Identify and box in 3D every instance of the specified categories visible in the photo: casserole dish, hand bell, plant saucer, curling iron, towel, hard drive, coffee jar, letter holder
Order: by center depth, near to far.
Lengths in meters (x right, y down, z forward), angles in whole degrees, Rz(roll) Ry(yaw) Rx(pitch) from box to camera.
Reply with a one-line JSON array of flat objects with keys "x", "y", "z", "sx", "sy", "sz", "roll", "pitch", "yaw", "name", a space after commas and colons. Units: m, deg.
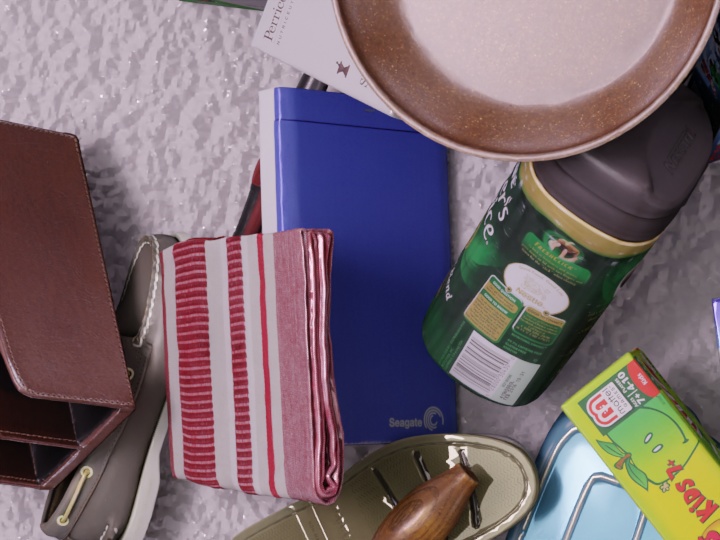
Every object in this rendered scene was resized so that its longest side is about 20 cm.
[{"x": 0.083, "y": -0.154, "z": 1.056, "sx": 0.200, "sy": 0.037, "sz": 0.201, "roll": 1, "pitch": 94, "yaw": 17, "name": "plant saucer"}, {"x": 0.111, "y": -0.021, "z": 1.163, "sx": 0.085, "sy": 0.104, "sz": 0.200, "roll": 34, "pitch": 137, "yaw": 3, "name": "coffee jar"}, {"x": -0.008, "y": 0.182, "z": 1.193, "sx": 0.104, "sy": 0.104, "sz": 0.200, "roll": 46, "pitch": 100, "yaw": 17, "name": "hand bell"}, {"x": -0.063, "y": 0.052, "z": 1.198, "sx": 0.200, "sy": 0.023, "sz": 0.145, "roll": -3, "pitch": 89, "yaw": 63, "name": "towel"}, {"x": 0.136, "y": 0.165, "z": 1.227, "sx": 0.121, "sy": 0.039, "sz": 0.201, "roll": 22, "pitch": 95, "yaw": 21, "name": "casserole dish"}, {"x": 0.000, "y": 0.000, "z": 1.242, "sx": 0.025, "sy": 0.132, "sz": 0.201, "roll": -7, "pitch": 83, "yaw": 47, "name": "hard drive"}, {"x": -0.234, "y": 0.013, "z": 1.275, "sx": 0.101, "sy": 0.142, "sz": 0.200, "roll": -43, "pitch": 50, "yaw": 37, "name": "letter holder"}, {"x": -0.043, "y": -0.059, "z": 1.304, "sx": 0.049, "sy": 0.026, "sz": 0.201, "roll": 27, "pitch": 103, "yaw": 29, "name": "curling iron"}]

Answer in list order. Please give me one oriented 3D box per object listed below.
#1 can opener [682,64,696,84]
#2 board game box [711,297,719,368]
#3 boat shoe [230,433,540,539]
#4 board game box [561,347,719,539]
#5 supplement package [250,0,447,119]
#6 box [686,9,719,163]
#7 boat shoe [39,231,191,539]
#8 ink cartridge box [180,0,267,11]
[{"x": 0.175, "y": -0.128, "z": 1.216, "sx": 0.079, "sy": 0.063, "sz": 0.200, "roll": 40, "pitch": 100, "yaw": 5, "name": "can opener"}, {"x": 0.300, "y": 0.069, "z": 1.177, "sx": 0.199, "sy": 0.029, "sz": 0.135, "roll": -9, "pitch": 84, "yaw": 20, "name": "board game box"}, {"x": 0.017, "y": 0.144, "z": 1.255, "sx": 0.200, "sy": 0.068, "sz": 0.075, "roll": -21, "pitch": 79, "yaw": 20, "name": "boat shoe"}, {"x": 0.189, "y": 0.134, "z": 1.139, "sx": 0.048, "sy": 0.102, "sz": 0.200, "roll": -39, "pitch": 83, "yaw": 8, "name": "board game box"}, {"x": 0.058, "y": -0.184, "z": 1.175, "sx": 0.111, "sy": 0.156, "sz": 0.201, "roll": 28, "pitch": 102, "yaw": 36, "name": "supplement package"}, {"x": 0.243, "y": -0.117, "z": 1.100, "sx": 0.136, "sy": 0.200, "sz": 0.038, "roll": -20, "pitch": 78, "yaw": -2, "name": "box"}, {"x": -0.146, "y": 0.072, "z": 1.314, "sx": 0.060, "sy": 0.072, "sz": 0.202, "roll": 12, "pitch": 93, "yaw": -22, "name": "boat shoe"}, {"x": -0.082, "y": -0.204, "z": 1.245, "sx": 0.146, "sy": 0.200, "sz": 0.084, "roll": 9, "pitch": 91, "yaw": 21, "name": "ink cartridge box"}]
